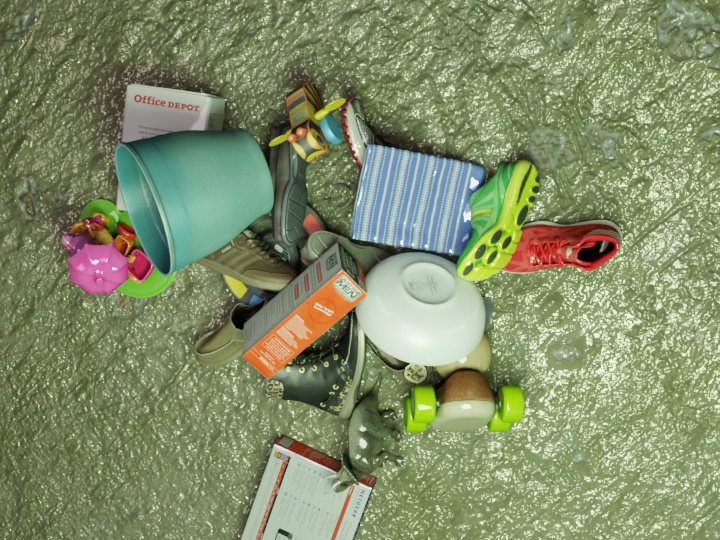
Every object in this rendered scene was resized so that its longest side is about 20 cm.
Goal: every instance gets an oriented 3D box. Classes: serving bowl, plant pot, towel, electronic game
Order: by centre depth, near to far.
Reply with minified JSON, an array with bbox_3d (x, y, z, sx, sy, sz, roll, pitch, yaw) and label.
[{"bbox_3d":[0.093,0.041,1.427,0.198,0.201,0.066,22,136,9],"label":"serving bowl"},{"bbox_3d":[-0.237,-0.120,1.432,0.186,0.200,0.202,-23,92,-24],"label":"plant pot"},{"bbox_3d":[0.089,-0.102,1.464,0.197,0.024,0.147,8,100,-20],"label":"towel"},{"bbox_3d":[-0.137,-0.023,1.566,0.197,0.042,0.203,2,97,13],"label":"electronic game"}]

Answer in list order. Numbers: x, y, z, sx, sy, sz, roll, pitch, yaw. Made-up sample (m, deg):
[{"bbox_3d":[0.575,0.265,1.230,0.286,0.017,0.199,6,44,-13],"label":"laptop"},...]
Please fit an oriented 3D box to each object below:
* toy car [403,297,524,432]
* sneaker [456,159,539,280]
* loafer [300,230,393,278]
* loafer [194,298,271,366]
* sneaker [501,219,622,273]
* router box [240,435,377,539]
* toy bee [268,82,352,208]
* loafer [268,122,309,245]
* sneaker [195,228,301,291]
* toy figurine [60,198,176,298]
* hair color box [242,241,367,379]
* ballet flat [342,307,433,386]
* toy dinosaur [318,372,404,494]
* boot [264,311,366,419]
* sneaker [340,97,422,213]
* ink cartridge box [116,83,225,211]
[{"bbox_3d":[0.152,0.139,1.485,0.162,0.158,0.203,1,71,-5],"label":"toy car"},{"bbox_3d":[0.198,-0.074,1.451,0.083,0.074,0.202,18,76,52],"label":"sneaker"},{"bbox_3d":[0.000,0.000,1.522,0.198,0.063,0.073,25,59,-11],"label":"loafer"},{"bbox_3d":[-0.195,0.092,1.561,0.198,0.076,0.068,-25,119,25],"label":"loafer"},{"bbox_3d":[0.285,-0.034,1.426,0.197,0.115,0.079,-14,94,14],"label":"sneaker"},{"bbox_3d":[-0.089,0.404,1.608,0.177,0.049,0.202,23,102,9],"label":"router box"},{"bbox_3d":[-0.070,-0.207,1.431,0.131,0.108,0.200,-47,58,10],"label":"toy bee"},{"bbox_3d":[-0.120,-0.136,1.518,0.062,0.072,0.203,-1,74,23],"label":"loafer"},{"bbox_3d":[-0.175,-0.025,1.519,0.198,0.070,0.077,17,104,17],"label":"sneaker"},{"bbox_3d":[-0.413,-0.033,1.557,0.199,0.184,0.151,39,104,6],"label":"toy figurine"},{"bbox_3d":[-0.085,0.059,1.440,0.200,0.102,0.061,-41,112,14],"label":"hair color box"},{"bbox_3d":[0.036,0.110,1.540,0.200,0.046,0.067,46,105,4],"label":"ballet flat"},{"bbox_3d":[0.014,0.262,1.528,0.077,0.101,0.203,9,84,55],"label":"toy dinosaur"},{"bbox_3d":[-0.069,0.142,1.519,0.148,0.074,0.202,10,127,-2],"label":"boot"},{"bbox_3d":[0.030,-0.175,1.493,0.074,0.081,0.202,-28,99,-1],"label":"sneaker"},{"bbox_3d":[-0.304,-0.189,1.561,0.143,0.084,0.203,10,100,11],"label":"ink cartridge box"}]
